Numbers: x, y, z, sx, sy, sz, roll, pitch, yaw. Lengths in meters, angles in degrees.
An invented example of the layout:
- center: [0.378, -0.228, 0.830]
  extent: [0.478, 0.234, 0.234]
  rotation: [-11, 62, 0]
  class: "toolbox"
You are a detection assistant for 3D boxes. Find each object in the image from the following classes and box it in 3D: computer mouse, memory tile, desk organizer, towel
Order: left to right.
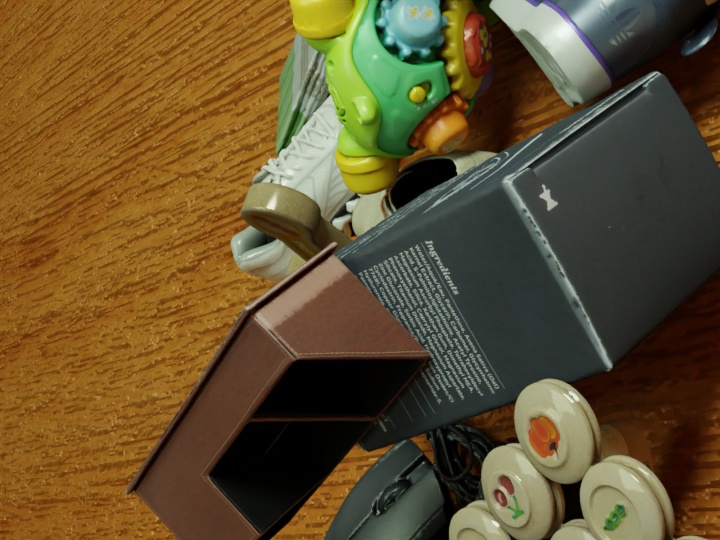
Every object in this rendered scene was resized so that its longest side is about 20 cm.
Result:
- center: [-0.048, 0.082, 0.856]
  extent: [0.077, 0.072, 0.200]
  rotation: [45, 138, 8]
  class: "desk organizer"
- center: [-0.018, -0.198, 1.212]
  extent: [0.150, 0.030, 0.201]
  rotation: [-90, 21, -59]
  class: "towel"
- center: [0.013, 0.167, 1.050]
  extent: [0.139, 0.052, 0.202]
  rotation: [51, 126, 52]
  class: "computer mouse"
- center: [0.101, 0.161, 0.782]
  extent: [0.154, 0.017, 0.201]
  rotation: [49, 139, 25]
  class: "memory tile"

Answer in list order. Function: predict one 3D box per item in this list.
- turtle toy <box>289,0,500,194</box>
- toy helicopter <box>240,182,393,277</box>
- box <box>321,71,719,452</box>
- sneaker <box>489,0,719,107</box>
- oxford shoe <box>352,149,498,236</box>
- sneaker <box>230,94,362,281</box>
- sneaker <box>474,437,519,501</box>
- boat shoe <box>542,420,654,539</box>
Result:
- center: [0.037, -0.149, 0.999]
  extent: [0.100, 0.147, 0.201]
  rotation: [-2, 37, 22]
  class: "turtle toy"
- center: [0.000, 0.000, 0.990]
  extent: [0.131, 0.200, 0.080]
  rotation: [8, 71, 37]
  class: "toy helicopter"
- center: [0.078, -0.001, 0.845]
  extent: [0.199, 0.148, 0.105]
  rotation: [-25, 97, 50]
  class: "box"
- center: [0.154, -0.166, 0.898]
  extent: [0.146, 0.081, 0.200]
  rotation: [-40, 10, 7]
  class: "sneaker"
- center: [0.040, -0.049, 1.044]
  extent: [0.199, 0.073, 0.072]
  rotation: [-14, 70, 59]
  class: "oxford shoe"
- center: [-0.031, -0.072, 1.172]
  extent: [0.201, 0.080, 0.075]
  rotation: [-65, 31, 23]
  class: "sneaker"
- center: [0.069, 0.195, 0.922]
  extent: [0.080, 0.074, 0.202]
  rotation: [26, 104, 59]
  class: "sneaker"
- center: [0.133, 0.179, 0.827]
  extent: [0.072, 0.064, 0.203]
  rotation: [0, 100, 51]
  class: "boat shoe"
